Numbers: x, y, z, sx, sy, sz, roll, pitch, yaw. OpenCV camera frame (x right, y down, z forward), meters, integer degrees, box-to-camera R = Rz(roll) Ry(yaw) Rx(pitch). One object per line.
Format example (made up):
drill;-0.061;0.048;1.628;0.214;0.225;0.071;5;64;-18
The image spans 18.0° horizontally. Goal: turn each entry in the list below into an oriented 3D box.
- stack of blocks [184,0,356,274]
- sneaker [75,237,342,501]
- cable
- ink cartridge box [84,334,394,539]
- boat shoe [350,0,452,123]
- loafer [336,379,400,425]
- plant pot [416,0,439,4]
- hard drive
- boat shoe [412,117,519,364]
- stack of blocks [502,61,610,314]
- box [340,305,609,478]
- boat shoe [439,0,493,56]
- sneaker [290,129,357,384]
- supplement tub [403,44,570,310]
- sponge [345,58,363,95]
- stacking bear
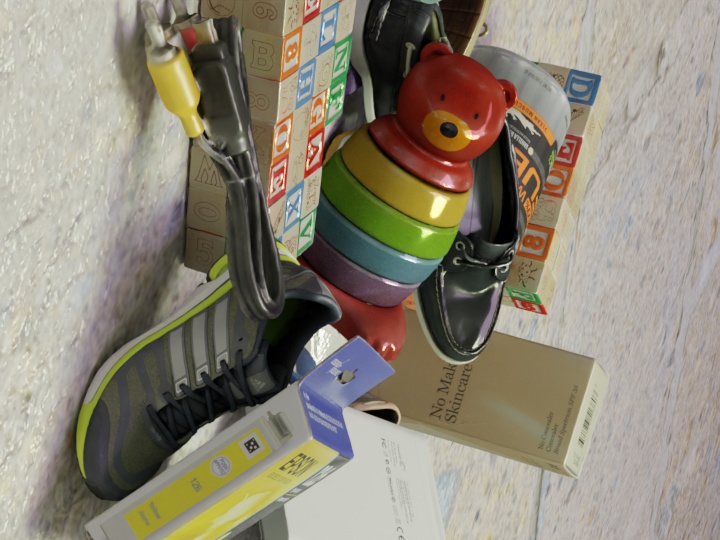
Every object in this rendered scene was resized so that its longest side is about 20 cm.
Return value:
stack of blocks;-0.058;-0.105;1.469;0.115;0.058;0.201;-42;143;-59
sneaker;-0.093;0.063;1.390;0.200;0.081;0.074;-49;130;-16
cable;-0.085;-0.071;1.359;0.097;0.050;0.201;-63;144;-66
ink cartridge box;-0.062;0.123;1.434;0.199;0.047;0.198;-32;169;2
boat shoe;0.037;-0.143;1.632;0.200;0.060;0.076;52;57;-70
loafer;-0.029;0.132;1.732;0.200;0.063;0.072;-40;134;-63
plant pot;0.001;-0.276;1.390;0.200;0.134;0.201;15;90;-72
hard drive;-0.008;0.162;1.671;0.200;0.027;0.133;24;48;-49
boat shoe;0.087;-0.030;1.704;0.066;0.074;0.201;-1;-99;64
stack of blocks;0.129;-0.076;1.944;0.059;0.115;0.201;53;53;-66
box;0.091;0.094;1.848;0.078;0.199;0.096;41;64;-70
boat shoe;0.078;-0.234;1.758;0.063;0.073;0.201;23;81;-69
sneaker;0.000;0.000;1.683;0.075;0.088;0.201;-3;108;-73
supplement tub;0.083;-0.070;1.820;0.123;0.122;0.201;77;32;-55
sponge;0.000;-0.189;1.629;0.200;0.030;0.112;-44;145;-61
stacking bear;0.029;-0.060;1.572;0.200;0.121;0.114;-57;-176;20
